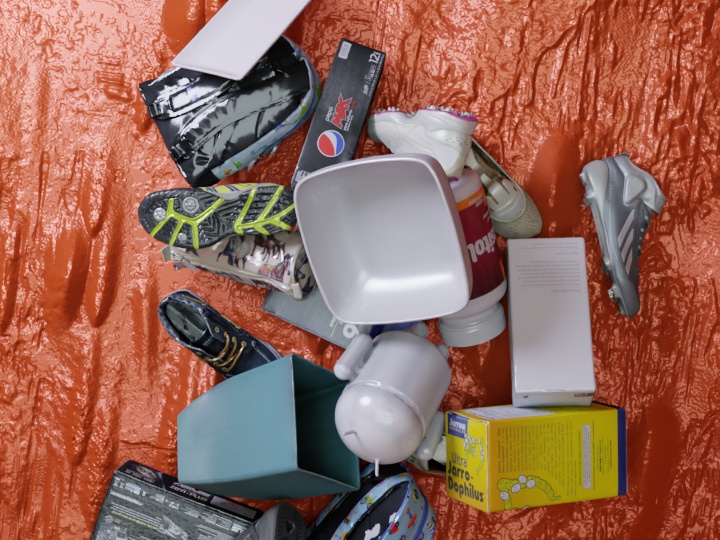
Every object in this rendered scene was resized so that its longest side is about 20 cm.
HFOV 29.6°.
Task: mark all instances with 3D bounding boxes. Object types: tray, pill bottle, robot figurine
[{"bbox_3d":[-0.131,-0.295,1.655,0.106,0.022,0.201,15,52,30],"label":"tray"},{"bbox_3d":[0.117,-0.015,1.689,0.112,0.113,0.202,-15,110,3],"label":"pill bottle"},{"bbox_3d":[0.040,0.154,1.665,0.169,0.201,0.113,43,137,-11],"label":"robot figurine"}]

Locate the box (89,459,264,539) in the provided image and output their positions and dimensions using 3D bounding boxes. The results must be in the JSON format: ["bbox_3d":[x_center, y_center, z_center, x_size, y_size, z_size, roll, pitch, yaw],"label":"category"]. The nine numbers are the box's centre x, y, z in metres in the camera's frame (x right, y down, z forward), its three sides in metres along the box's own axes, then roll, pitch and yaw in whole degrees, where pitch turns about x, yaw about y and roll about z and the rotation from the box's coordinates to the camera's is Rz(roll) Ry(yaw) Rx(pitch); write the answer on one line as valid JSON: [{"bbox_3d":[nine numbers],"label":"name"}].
[{"bbox_3d":[-0.243,0.359,1.748,0.198,0.086,0.166,20,92,1],"label":"box"}]

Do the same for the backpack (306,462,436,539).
[{"bbox_3d":[0.016,0.339,1.692,0.134,0.182,0.201,40,88,-19],"label":"backpack"}]

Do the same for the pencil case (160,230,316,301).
[{"bbox_3d":[-0.146,-0.019,1.703,0.198,0.078,0.090,15,53,21],"label":"pencil case"}]

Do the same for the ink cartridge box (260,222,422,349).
[{"bbox_3d":[0.000,0.000,1.743,0.198,0.047,0.200,23,92,4],"label":"ink cartridge box"}]

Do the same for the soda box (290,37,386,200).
[{"bbox_3d":[-0.028,-0.180,1.699,0.063,0.071,0.202,19,77,0],"label":"soda box"}]

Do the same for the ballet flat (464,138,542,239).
[{"bbox_3d":[0.152,-0.113,1.721,0.067,0.062,0.200,-45,90,1],"label":"ballet flat"}]

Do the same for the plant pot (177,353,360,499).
[{"bbox_3d":[-0.123,0.210,1.686,0.198,0.141,0.143,-18,63,28],"label":"plant pot"}]

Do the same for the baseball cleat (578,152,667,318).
[{"bbox_3d":[0.342,-0.046,1.711,0.105,0.070,0.203,-16,92,4],"label":"baseball cleat"}]

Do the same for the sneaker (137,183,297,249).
[{"bbox_3d":[-0.170,-0.067,1.659,0.197,0.076,0.077,0,97,-1],"label":"sneaker"}]

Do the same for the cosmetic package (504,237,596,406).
[{"bbox_3d":[0.232,0.063,1.683,0.100,0.074,0.203,-1,69,4],"label":"cosmetic package"}]

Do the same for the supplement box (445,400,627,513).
[{"bbox_3d":[0.215,0.224,1.672,0.198,0.109,0.111,-2,93,-24],"label":"supplement box"}]

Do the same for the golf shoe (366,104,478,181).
[{"bbox_3d":[0.065,-0.153,1.665,0.074,0.199,0.093,4,93,-30],"label":"golf shoe"}]

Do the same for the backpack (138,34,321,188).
[{"bbox_3d":[-0.146,-0.212,1.700,0.199,0.153,0.164,-36,76,16],"label":"backpack"}]

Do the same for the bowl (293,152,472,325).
[{"bbox_3d":[0.034,-0.044,1.600,0.197,0.075,0.202,-7,112,28],"label":"bowl"}]

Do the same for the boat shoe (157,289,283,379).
[{"bbox_3d":[-0.175,0.100,1.732,0.199,0.091,0.071,36,94,1],"label":"boat shoe"}]

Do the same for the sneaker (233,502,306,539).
[{"bbox_3d":[-0.127,0.383,1.628,0.076,0.201,0.114,34,128,-25],"label":"sneaker"}]

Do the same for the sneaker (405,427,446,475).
[{"bbox_3d":[0.062,0.204,1.729,0.198,0.085,0.074,22,95,3],"label":"sneaker"}]
